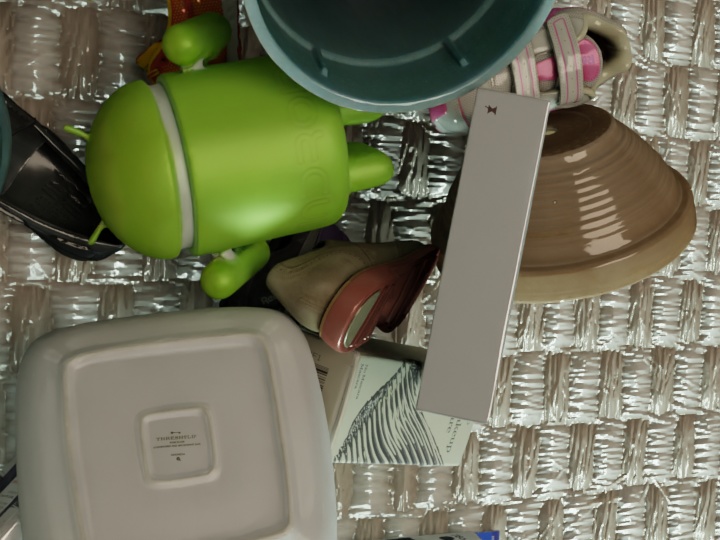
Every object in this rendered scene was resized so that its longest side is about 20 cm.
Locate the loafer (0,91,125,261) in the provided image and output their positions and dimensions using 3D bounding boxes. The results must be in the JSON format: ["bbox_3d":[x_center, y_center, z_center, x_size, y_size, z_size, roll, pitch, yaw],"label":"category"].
[{"bbox_3d":[-0.228,-0.077,0.911,0.200,0.070,0.068,42,72,-28],"label":"loafer"}]

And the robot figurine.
[{"bbox_3d":[-0.083,-0.073,0.906,0.199,0.116,0.176,-13,108,-15],"label":"robot figurine"}]

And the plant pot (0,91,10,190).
[{"bbox_3d":[-0.285,-0.031,0.757,0.199,0.196,0.201,-7,121,-12],"label":"plant pot"}]

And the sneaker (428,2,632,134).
[{"bbox_3d":[0.128,-0.155,1.050,0.200,0.088,0.082,-30,116,-38],"label":"sneaker"}]

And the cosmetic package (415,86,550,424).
[{"bbox_3d":[0.079,-0.009,0.928,0.051,0.151,0.201,11,92,6],"label":"cosmetic package"}]

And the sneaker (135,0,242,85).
[{"bbox_3d":[-0.115,-0.125,0.992,0.077,0.073,0.201,-7,99,-5],"label":"sneaker"}]

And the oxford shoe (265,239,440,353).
[{"bbox_3d":[0.000,0.000,0.978,0.071,0.075,0.200,-62,166,13],"label":"oxford shoe"}]

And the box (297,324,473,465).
[{"bbox_3d":[0.012,0.093,1.029,0.200,0.068,0.083,12,96,-58],"label":"box"}]

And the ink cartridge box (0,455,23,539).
[{"bbox_3d":[-0.197,0.204,0.945,0.200,0.084,0.145,-47,116,-20],"label":"ink cartridge box"}]

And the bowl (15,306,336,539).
[{"bbox_3d":[-0.112,0.115,0.877,0.199,0.075,0.201,-5,72,-11],"label":"bowl"}]

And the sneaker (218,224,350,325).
[{"bbox_3d":[-0.082,0.034,1.019,0.088,0.076,0.200,51,58,-20],"label":"sneaker"}]

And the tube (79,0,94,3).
[{"bbox_3d":[-0.245,-0.228,0.853,0.200,0.052,0.058,41,50,-3],"label":"tube"}]

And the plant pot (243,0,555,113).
[{"bbox_3d":[0.003,-0.228,0.893,0.199,0.196,0.201,-7,120,-13],"label":"plant pot"}]

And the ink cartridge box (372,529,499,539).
[{"bbox_3d":[0.040,0.263,1.128,0.199,0.039,0.100,0,93,-33],"label":"ink cartridge box"}]

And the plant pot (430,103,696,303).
[{"bbox_3d":[0.146,-0.065,1.065,0.200,0.201,0.093,-28,120,-27],"label":"plant pot"}]
